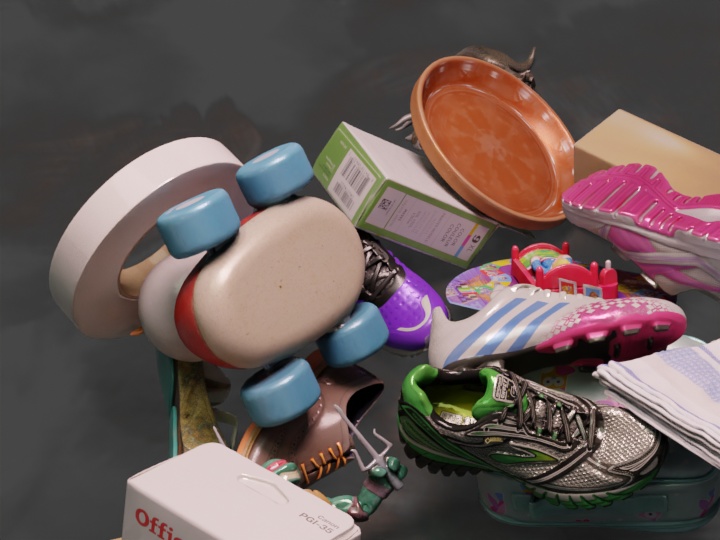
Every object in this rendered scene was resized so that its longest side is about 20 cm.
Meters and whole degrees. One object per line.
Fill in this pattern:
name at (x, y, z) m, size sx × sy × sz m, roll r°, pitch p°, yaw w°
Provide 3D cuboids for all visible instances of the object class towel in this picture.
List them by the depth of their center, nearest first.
towel at (0.286, 0.088, 0.867) m, size 0.199 × 0.024 × 0.147 m, roll -8°, pitch 27°, yaw -31°

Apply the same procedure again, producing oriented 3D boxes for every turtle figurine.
turtle figurine at (-0.026, 0.190, 0.899) m, size 0.149 × 0.101 × 0.200 m, roll -20°, pitch 57°, yaw -36°

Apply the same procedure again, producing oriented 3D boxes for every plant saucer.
plant saucer at (0.132, -0.122, 1.175) m, size 0.199 × 0.032 × 0.201 m, roll 21°, pitch 46°, yaw -24°

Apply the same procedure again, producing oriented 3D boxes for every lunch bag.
lunch bag at (0.182, 0.129, 0.948) m, size 0.199 × 0.077 × 0.161 m, roll -1°, pitch 46°, yaw 13°

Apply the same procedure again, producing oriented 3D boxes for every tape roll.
tape roll at (-0.176, -0.026, 1.042) m, size 0.202 × 0.203 × 0.037 m, roll -38°, pitch 69°, yaw -23°

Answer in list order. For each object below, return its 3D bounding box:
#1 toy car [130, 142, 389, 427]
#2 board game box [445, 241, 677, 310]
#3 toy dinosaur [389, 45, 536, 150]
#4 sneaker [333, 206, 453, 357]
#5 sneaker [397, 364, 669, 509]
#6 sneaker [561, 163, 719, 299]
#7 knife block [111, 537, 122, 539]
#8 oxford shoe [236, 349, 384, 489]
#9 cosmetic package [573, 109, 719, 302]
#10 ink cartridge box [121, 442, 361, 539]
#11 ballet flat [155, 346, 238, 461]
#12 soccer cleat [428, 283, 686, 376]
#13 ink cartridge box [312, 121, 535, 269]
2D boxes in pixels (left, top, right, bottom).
toy car at (-0.113, 0.017, 1.018) m, size 0.199 × 0.185 × 0.177 m, roll -10°, pitch 21°, yaw 47°
board game box at (0.175, 0.001, 1.049) m, size 0.199 × 0.039 × 0.158 m, roll 13°, pitch 24°, yaw 36°
toy dinosaur at (0.127, -0.209, 1.308) m, size 0.102 × 0.077 × 0.200 m, roll 30°, pitch 62°, yaw 20°
sneaker at (-0.001, 0.000, 1.098) m, size 0.070 × 0.100 × 0.200 m, roll -44°, pitch 46°, yaw -5°
sneaker at (0.119, 0.115, 0.863) m, size 0.199 × 0.085 × 0.078 m, roll 5°, pitch 54°, yaw 15°
sneaker at (0.251, -0.025, 1.014) m, size 0.081 × 0.089 × 0.200 m, roll -33°, pitch 37°, yaw -26°
knife block at (-0.186, 0.231, 0.865) m, size 0.064 × 0.176 × 0.200 m, roll 18°, pitch 52°, yaw 28°
oxford shoe at (-0.047, 0.147, 0.994) m, size 0.073 × 0.072 × 0.200 m, roll 16°, pitch 50°, yaw 22°
cosmetic package at (0.290, -0.055, 1.089) m, size 0.071 × 0.106 × 0.200 m, roll -36°, pitch 46°, yaw -24°
ink cartridge box at (-0.090, 0.239, 0.808) m, size 0.146 × 0.201 × 0.083 m, roll 22°, pitch 24°, yaw 33°
ballet flat at (-0.142, 0.119, 1.056) m, size 0.070 × 0.071 × 0.201 m, roll -15°, pitch 42°, yaw -1°
soccer cleat at (0.147, 0.038, 0.934) m, size 0.199 × 0.070 × 0.087 m, roll -13°, pitch 55°, yaw 6°
ink cartridge box at (0.062, -0.063, 1.150) m, size 0.059 × 0.199 × 0.104 m, roll -57°, pitch 40°, yaw 19°
